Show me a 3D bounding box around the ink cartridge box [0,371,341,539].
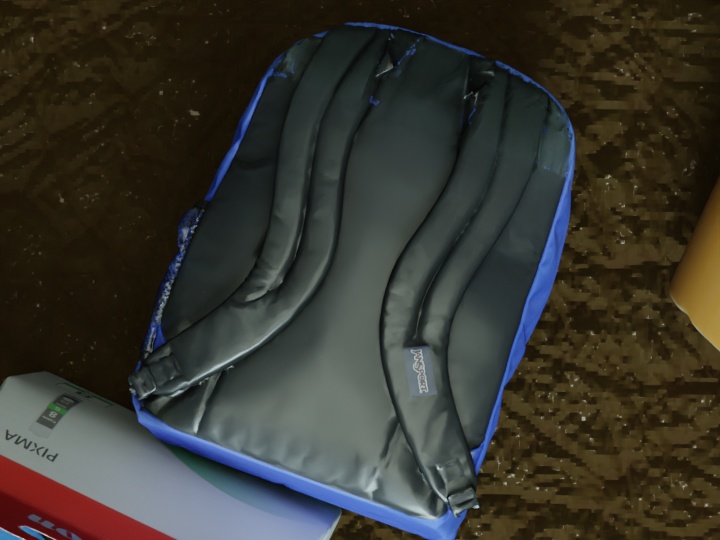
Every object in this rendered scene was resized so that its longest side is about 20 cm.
[{"bbox_3d":[-0.095,0.098,0.971,0.160,0.200,0.050,25,89,4],"label":"ink cartridge box"}]

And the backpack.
[{"bbox_3d":[0.000,0.000,0.992,0.162,0.168,0.201,19,81,1],"label":"backpack"}]

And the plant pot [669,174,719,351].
[{"bbox_3d":[0.238,-0.027,0.984,0.200,0.200,0.184,36,104,5],"label":"plant pot"}]

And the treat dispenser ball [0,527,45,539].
[{"bbox_3d":[-0.213,0.183,0.969,0.200,0.201,0.202,0,85,2],"label":"treat dispenser ball"}]
